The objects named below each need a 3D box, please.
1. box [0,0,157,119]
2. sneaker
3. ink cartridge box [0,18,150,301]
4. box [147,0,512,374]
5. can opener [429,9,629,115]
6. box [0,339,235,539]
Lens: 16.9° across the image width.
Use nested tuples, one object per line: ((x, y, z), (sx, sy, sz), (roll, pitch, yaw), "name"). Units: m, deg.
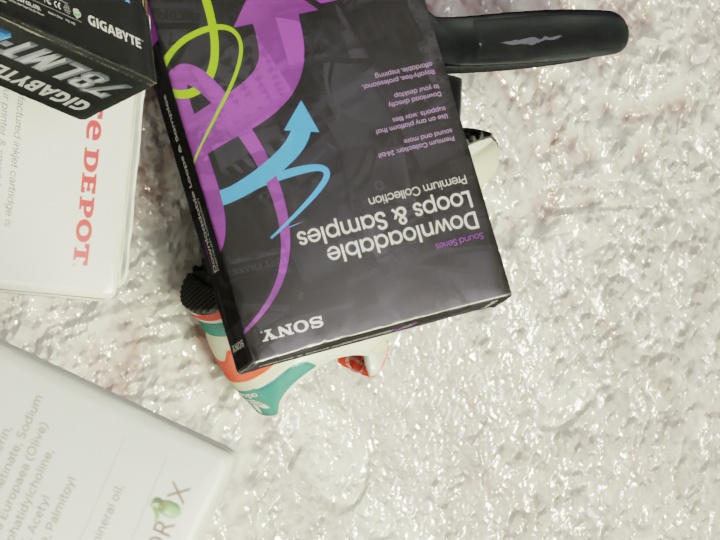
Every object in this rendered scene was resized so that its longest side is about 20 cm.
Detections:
((-0.174, -0.184, 1.018), (0.200, 0.050, 0.199), (20, 53, -52), "box")
((0.000, 0.000, 1.276), (0.200, 0.070, 0.094), (-35, 117, -27), "sneaker")
((-0.203, -0.066, 1.086), (0.200, 0.083, 0.145), (7, 88, -40), "ink cartridge box")
((-0.019, -0.062, 1.207), (0.143, 0.036, 0.200), (-15, 85, -19), "box")
((0.057, -0.119, 1.313), (0.200, 0.063, 0.079), (-13, 103, -36), "can opener")
((-0.184, 0.134, 1.015), (0.171, 0.199, 0.200), (27, 76, -12), "box")
